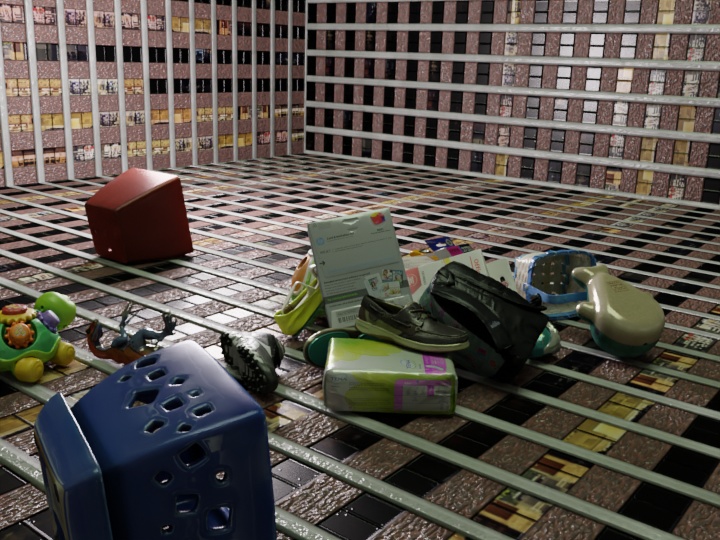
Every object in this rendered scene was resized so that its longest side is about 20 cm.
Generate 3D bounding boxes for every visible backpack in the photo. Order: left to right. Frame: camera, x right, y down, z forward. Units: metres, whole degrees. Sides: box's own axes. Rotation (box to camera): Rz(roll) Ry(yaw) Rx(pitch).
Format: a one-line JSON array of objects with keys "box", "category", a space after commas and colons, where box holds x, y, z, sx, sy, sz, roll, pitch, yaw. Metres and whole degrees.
[{"box": [0.189, 0.083, 1.273, 0.199, 0.127, 0.167, 32, 41, 10], "category": "backpack"}]

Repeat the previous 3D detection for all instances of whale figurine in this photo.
[{"box": [0.453, 0.074, 1.402, 0.157, 0.105, 0.201, -9, 41, -18], "category": "whale figurine"}]

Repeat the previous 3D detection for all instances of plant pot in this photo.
[{"box": [-0.554, -0.122, 1.911, 0.198, 0.202, 0.176, 13, 29, 36], "category": "plant pot"}, {"box": [-0.200, 0.206, 0.744, 0.178, 0.202, 0.200, -14, 21, -28], "category": "plant pot"}]

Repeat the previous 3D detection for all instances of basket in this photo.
[{"box": [0.407, 0.029, 1.551, 0.174, 0.141, 0.200, -3, 8, -16], "category": "basket"}]

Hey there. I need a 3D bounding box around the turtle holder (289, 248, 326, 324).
[{"box": [-0.045, 0.029, 1.514, 0.183, 0.133, 0.141, 6, 15, 14], "category": "turtle holder"}]

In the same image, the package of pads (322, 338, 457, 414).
[{"box": [0.044, 0.159, 1.177, 0.198, 0.069, 0.155, 2, 14, 1], "category": "package of pads"}]

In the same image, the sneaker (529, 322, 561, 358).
[{"box": [0.269, 0.103, 1.404, 0.079, 0.078, 0.199, -17, 23, -28], "category": "sneaker"}]

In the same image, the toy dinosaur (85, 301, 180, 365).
[{"box": [-0.374, 0.119, 1.245, 0.180, 0.106, 0.200, -16, 24, 15], "category": "toy dinosaur"}]

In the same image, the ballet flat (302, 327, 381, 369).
[{"box": [-0.025, 0.125, 1.309, 0.198, 0.070, 0.069, -3, 15, -38], "category": "ballet flat"}]

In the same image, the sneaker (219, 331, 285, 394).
[{"box": [-0.154, 0.136, 1.234, 0.090, 0.067, 0.200, -8, 16, -25], "category": "sneaker"}]

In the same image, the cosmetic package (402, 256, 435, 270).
[{"box": [0.135, 0.039, 1.582, 0.102, 0.088, 0.200, -5, 18, -21], "category": "cosmetic package"}]

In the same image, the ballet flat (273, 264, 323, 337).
[{"box": [-0.082, 0.030, 1.414, 0.067, 0.200, 0.067, 43, -6, -19], "category": "ballet flat"}]

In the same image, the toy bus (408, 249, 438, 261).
[{"box": [0.180, 0.005, 1.756, 0.078, 0.066, 0.199, -15, 23, -42], "category": "toy bus"}]

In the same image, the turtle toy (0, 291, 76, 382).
[{"box": [-0.535, 0.100, 1.251, 0.144, 0.102, 0.200, 7, 16, 17], "category": "turtle toy"}]

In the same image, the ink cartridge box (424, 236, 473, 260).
[{"box": [0.225, -0.002, 1.629, 0.094, 0.037, 0.200, -11, 56, -50], "category": "ink cartridge box"}]

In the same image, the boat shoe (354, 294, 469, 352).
[{"box": [0.077, 0.081, 1.216, 0.198, 0.066, 0.073, 10, 12, 30], "category": "boat shoe"}]

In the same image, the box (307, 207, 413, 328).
[{"box": [0.000, 0.000, 1.378, 0.154, 0.202, 0.041, -12, -16, -9], "category": "box"}]

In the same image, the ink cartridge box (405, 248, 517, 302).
[{"box": [0.179, 0.038, 1.408, 0.198, 0.118, 0.068, -17, -28, 10], "category": "ink cartridge box"}]
